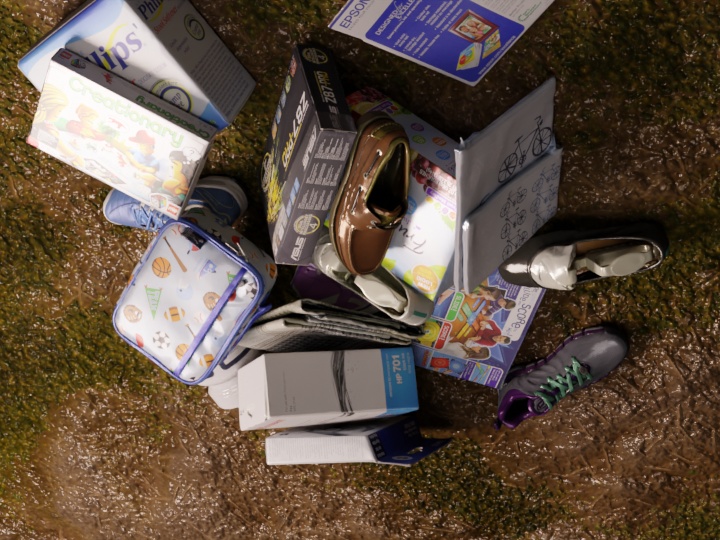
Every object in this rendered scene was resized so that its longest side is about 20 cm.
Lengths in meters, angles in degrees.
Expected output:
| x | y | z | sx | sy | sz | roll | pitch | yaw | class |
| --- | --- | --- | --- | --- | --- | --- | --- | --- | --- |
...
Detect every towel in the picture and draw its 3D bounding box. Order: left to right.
| x | y | z | sx | sy | sz | roll | pitch | yaw | class |
| --- | --- | --- | --- | --- | --- | --- | --- | --- | --- |
| -0.048 | 0.084 | 1.575 | 0.192 | 0.035 | 0.200 | 14 | 159 | -31 | towel |

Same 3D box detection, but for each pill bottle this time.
| x | y | z | sx | sy | sz | roll | pitch | yaw | class |
| --- | --- | --- | --- | --- | --- | --- | --- | --- | --- |
| -0.204 | 0.081 | 1.663 | 0.115 | 0.116 | 0.200 | -17 | 118 | 28 | pill bottle |

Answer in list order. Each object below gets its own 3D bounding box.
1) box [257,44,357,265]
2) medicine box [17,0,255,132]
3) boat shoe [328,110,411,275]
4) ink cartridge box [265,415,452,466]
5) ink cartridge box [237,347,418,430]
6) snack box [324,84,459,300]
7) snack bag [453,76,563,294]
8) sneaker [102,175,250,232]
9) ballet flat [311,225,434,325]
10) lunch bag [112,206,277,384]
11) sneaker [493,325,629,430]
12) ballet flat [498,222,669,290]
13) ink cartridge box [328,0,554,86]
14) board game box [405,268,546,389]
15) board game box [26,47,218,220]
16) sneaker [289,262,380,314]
| x | y | z | sx | sy | sz | roll | pitch | yaw | class |
| --- | --- | --- | --- | --- | --- | --- | --- | --- | --- |
| -0.066 | -0.131 | 1.431 | 0.049 | 0.162 | 0.200 | 3 | 133 | -21 | box |
| -0.261 | -0.229 | 1.459 | 0.182 | 0.103 | 0.200 | -27 | 114 | 32 | medicine box |
| 0.014 | -0.071 | 1.372 | 0.072 | 0.068 | 0.201 | -14 | 128 | -26 | boat shoe |
| 0.002 | 0.224 | 1.661 | 0.199 | 0.199 | 0.041 | -3 | 91 | 20 | ink cartridge box |
| -0.044 | 0.152 | 1.593 | 0.199 | 0.086 | 0.146 | 0 | 168 | -20 | ink cartridge box |
| 0.047 | -0.090 | 1.446 | 0.200 | 0.068 | 0.169 | 37 | 133 | 19 | snack box |
| 0.165 | -0.096 | 1.370 | 0.021 | 0.188 | 0.201 | 27 | 138 | 32 | snack bag |
| -0.244 | -0.079 | 1.581 | 0.199 | 0.077 | 0.076 | -3 | 126 | 22 | sneaker |
| 0.000 | 0.000 | 1.494 | 0.200 | 0.069 | 0.070 | 34 | 133 | 24 | ballet flat |
| -0.198 | 0.032 | 1.518 | 0.160 | 0.076 | 0.200 | 38 | 114 | 4 | lunch bag |
| 0.255 | 0.145 | 1.579 | 0.074 | 0.088 | 0.200 | 44 | 127 | -16 | sneaker |
| 0.259 | -0.014 | 1.442 | 0.199 | 0.068 | 0.068 | -13 | 114 | 7 | ballet flat |
| 0.098 | -0.294 | 1.278 | 0.199 | 0.047 | 0.198 | 18 | 136 | -31 | ink cartridge box |
| 0.144 | 0.055 | 1.562 | 0.135 | 0.035 | 0.201 | 16 | 130 | -3 | board game box |
| -0.275 | -0.155 | 1.430 | 0.199 | 0.035 | 0.126 | 27 | 129 | -3 | board game box |
| -0.013 | -0.001 | 1.565 | 0.200 | 0.073 | 0.114 | -32 | 107 | 38 | sneaker |
